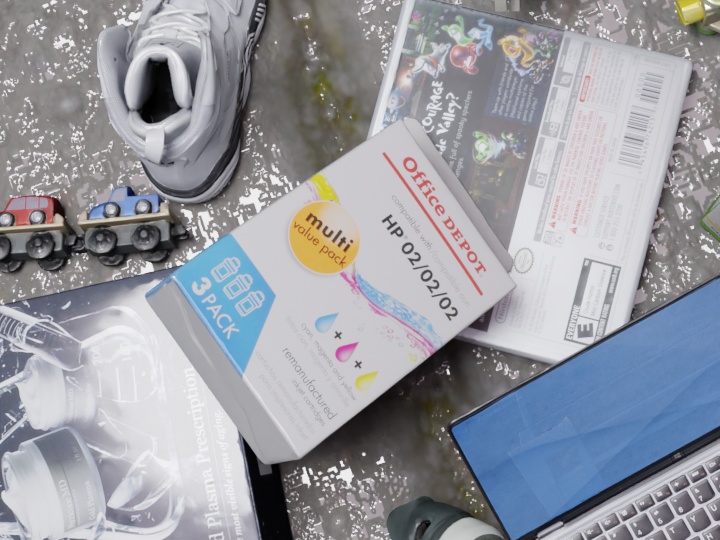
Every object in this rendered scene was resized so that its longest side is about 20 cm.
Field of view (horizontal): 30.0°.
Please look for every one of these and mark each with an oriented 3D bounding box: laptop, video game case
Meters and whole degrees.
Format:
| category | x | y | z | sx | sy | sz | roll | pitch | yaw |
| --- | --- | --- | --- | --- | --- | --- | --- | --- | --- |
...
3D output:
| category | x | y | z | sx | sy | sz | roll | pitch | yaw |
| --- | --- | --- | --- | --- | --- | --- | --- | --- | --- |
| laptop | 0.167 | 0.113 | 0.615 | 0.187 | 0.116 | 0.200 | -29 | 84 | 1 |
| video game case | 0.090 | -0.053 | 0.821 | 0.181 | 0.023 | 0.200 | 15 | 86 | 6 |

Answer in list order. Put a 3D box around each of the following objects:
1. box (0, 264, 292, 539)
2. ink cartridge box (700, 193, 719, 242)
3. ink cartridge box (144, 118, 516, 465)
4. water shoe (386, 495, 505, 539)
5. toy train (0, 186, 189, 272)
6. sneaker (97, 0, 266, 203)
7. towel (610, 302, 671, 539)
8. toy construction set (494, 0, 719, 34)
| category | x | y | z | sx | sy | sz | roll | pitch | yaw |
| --- | --- | --- | --- | --- | --- | --- | --- | --- | --- |
| box | -0.146 | 0.114 | 0.782 | 0.182 | 0.104 | 0.201 | -13 | 82 | 5 |
| ink cartridge box | 0.273 | -0.019 | 0.711 | 0.148 | 0.200 | 0.076 | 43 | 89 | 9 |
| ink cartridge box | 0.000 | 0.000 | 0.734 | 0.200 | 0.068 | 0.115 | -37 | 93 | -24 |
| water shoe | 0.035 | 0.229 | 0.778 | 0.079 | 0.071 | 0.200 | 25 | 104 | 48 |
| toy train | -0.205 | -0.025 | 0.840 | 0.199 | 0.034 | 0.046 | -4 | 71 | 5 |
| sneaker | -0.103 | -0.146 | 0.802 | 0.075 | 0.115 | 0.201 | 4 | 84 | 5 |
| towel | 0.232 | 0.103 | 0.678 | 0.199 | 0.024 | 0.145 | 11 | 83 | 5 |
| toy construction set | 0.165 | -0.195 | 0.802 | 0.199 | 0.092 | 0.132 | 4 | 84 | -5 |
